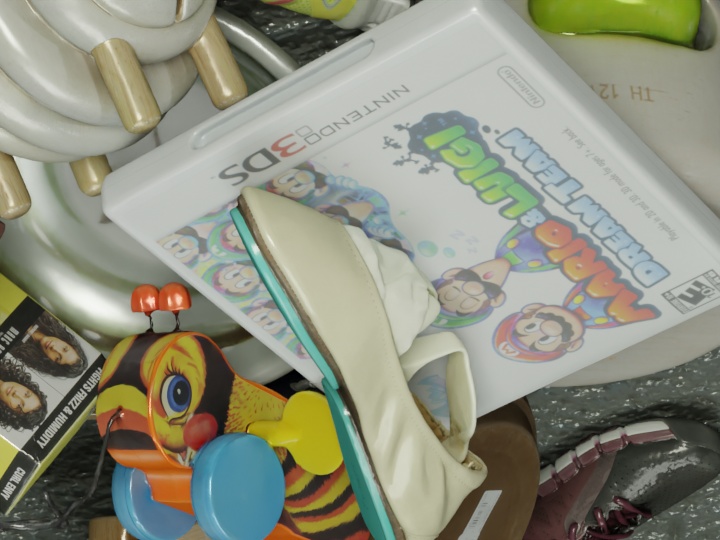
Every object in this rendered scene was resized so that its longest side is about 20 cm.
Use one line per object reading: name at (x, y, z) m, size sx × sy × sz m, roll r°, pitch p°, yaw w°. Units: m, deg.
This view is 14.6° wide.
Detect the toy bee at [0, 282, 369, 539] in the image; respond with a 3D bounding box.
toy bee at (-0.065, 0.063, 1.185) m, size 0.130 × 0.109 × 0.200 m, roll 2°, pitch 173°, yaw 22°

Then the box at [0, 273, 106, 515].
box at (-0.206, 0.014, 1.227) m, size 0.200 × 0.075 × 0.050 m, roll 39°, pitch 138°, yaw 1°

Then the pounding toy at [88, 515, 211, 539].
pounding toy at (-0.122, 0.175, 1.501) m, size 0.199 × 0.143 × 0.184 m, roll -19°, pitch 177°, yaw 21°

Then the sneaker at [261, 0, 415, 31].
sneaker at (-0.009, -0.158, 1.076) m, size 0.090 × 0.079 × 0.200 m, roll 6°, pitch 146°, yaw -12°

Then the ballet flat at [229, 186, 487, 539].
ballet flat at (0.007, 0.030, 1.104) m, size 0.069 × 0.070 × 0.201 m, roll -12°, pitch 135°, yaw 11°

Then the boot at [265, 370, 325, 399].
boot at (-0.011, 0.077, 1.393) m, size 0.199 × 0.073 × 0.090 m, roll -16°, pitch 174°, yaw -4°

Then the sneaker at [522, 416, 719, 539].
sneaker at (0.120, 0.163, 1.542) m, size 0.199 × 0.116 × 0.076 m, roll -26°, pitch 141°, yaw 29°

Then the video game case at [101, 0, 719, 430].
video game case at (0.029, -0.014, 1.112) m, size 0.181 × 0.024 × 0.200 m, roll -27°, pitch 133°, yaw 26°

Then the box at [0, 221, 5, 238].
box at (-0.249, -0.043, 1.109) m, size 0.199 × 0.075 × 0.100 m, roll 30°, pitch 177°, yaw 28°

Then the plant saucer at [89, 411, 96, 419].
plant saucer at (-0.136, 0.011, 1.360) m, size 0.199 × 0.030 × 0.200 m, roll -3°, pitch 147°, yaw -2°

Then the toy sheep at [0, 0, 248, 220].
toy sheep at (-0.115, -0.104, 1.094) m, size 0.137 × 0.139 × 0.200 m, roll 25°, pitch 142°, yaw -37°

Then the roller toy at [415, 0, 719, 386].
roller toy at (0.094, -0.037, 1.213) m, size 0.182 × 0.140 × 0.200 m, roll -22°, pitch 144°, yaw 25°

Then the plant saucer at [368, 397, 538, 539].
plant saucer at (0.020, 0.137, 1.366) m, size 0.200 × 0.029 × 0.201 m, roll -35°, pitch 145°, yaw -29°

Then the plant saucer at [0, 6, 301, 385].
plant saucer at (-0.088, -0.040, 1.226) m, size 0.199 × 0.050 × 0.201 m, roll 8°, pitch 122°, yaw 12°
